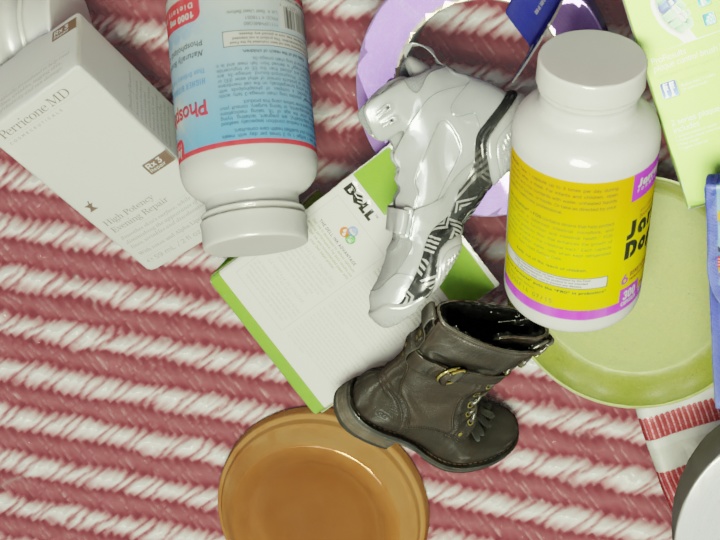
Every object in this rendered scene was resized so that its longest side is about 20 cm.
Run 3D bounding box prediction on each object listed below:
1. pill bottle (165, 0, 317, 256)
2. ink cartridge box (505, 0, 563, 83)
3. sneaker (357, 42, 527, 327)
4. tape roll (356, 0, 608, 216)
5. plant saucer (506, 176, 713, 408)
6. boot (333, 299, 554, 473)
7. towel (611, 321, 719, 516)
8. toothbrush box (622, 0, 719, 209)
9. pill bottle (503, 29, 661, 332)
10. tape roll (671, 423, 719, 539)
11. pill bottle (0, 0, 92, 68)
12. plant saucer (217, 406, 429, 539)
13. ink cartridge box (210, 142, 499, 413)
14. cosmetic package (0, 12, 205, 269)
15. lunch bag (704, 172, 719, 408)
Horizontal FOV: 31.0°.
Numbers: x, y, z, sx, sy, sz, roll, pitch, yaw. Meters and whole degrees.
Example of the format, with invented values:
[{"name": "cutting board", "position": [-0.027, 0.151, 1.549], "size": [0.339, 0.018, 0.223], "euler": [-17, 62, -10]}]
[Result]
[{"name": "pill bottle", "position": [-0.090, -0.118, 1.002], "size": [0.107, 0.109, 0.203], "euler": [-8, 80, 14]}, {"name": "ink cartridge box", "position": [0.148, -0.235, 0.904], "size": [0.037, 0.095, 0.202], "euler": [27, 73, -1]}, {"name": "sneaker", "position": [0.035, -0.065, 0.959], "size": [0.114, 0.075, 0.201], "euler": [31, 91, -5]}, {"name": "tape roll", "position": [0.098, -0.148, 1.014], "size": [0.197, 0.066, 0.203], "euler": [3, 108, 10]}, {"name": "plant saucer", "position": [0.216, 0.014, 1.031], "size": [0.197, 0.031, 0.203], "euler": [6, 116, 13]}, {"name": "boot", "position": [0.091, 0.089, 1.021], "size": [0.198, 0.070, 0.174], "euler": [13, 143, -33]}, {"name": "towel", "position": [0.306, 0.124, 1.082], "size": [0.142, 0.023, 0.202], "euler": [-17, 104, 17]}, {"name": "toothbrush box", "position": [0.243, -0.166, 0.935], "size": [0.085, 0.146, 0.202], "euler": [-16, 105, 16]}, {"name": "pill bottle", "position": [0.155, -0.062, 0.913], "size": [0.103, 0.105, 0.202], "euler": [5, 131, 10]}, {"name": "tape roll", "position": [0.328, 0.197, 0.948], "size": [0.197, 0.066, 0.203], "euler": [2, 102, 11]}, {"name": "pill bottle", "position": [-0.324, -0.181, 1.062], "size": [0.197, 0.111, 0.113], "euler": [-8, 106, 14]}, {"name": "plant saucer", "position": [-0.037, 0.223, 1.176], "size": [0.197, 0.037, 0.203], "euler": [4, 109, 10]}, {"name": "ink cartridge box", "position": [0.000, 0.000, 1.069], "size": [0.199, 0.076, 0.148], "euler": [-35, 98, 22]}, {"name": "cosmetic package", "position": [-0.195, -0.097, 1.036], "size": [0.101, 0.075, 0.200], "euler": [-30, 135, 18]}, {"name": "lunch bag", "position": [0.315, -0.005, 0.887], "size": [0.148, 0.095, 0.202], "euler": [-1, 130, 19]}]
